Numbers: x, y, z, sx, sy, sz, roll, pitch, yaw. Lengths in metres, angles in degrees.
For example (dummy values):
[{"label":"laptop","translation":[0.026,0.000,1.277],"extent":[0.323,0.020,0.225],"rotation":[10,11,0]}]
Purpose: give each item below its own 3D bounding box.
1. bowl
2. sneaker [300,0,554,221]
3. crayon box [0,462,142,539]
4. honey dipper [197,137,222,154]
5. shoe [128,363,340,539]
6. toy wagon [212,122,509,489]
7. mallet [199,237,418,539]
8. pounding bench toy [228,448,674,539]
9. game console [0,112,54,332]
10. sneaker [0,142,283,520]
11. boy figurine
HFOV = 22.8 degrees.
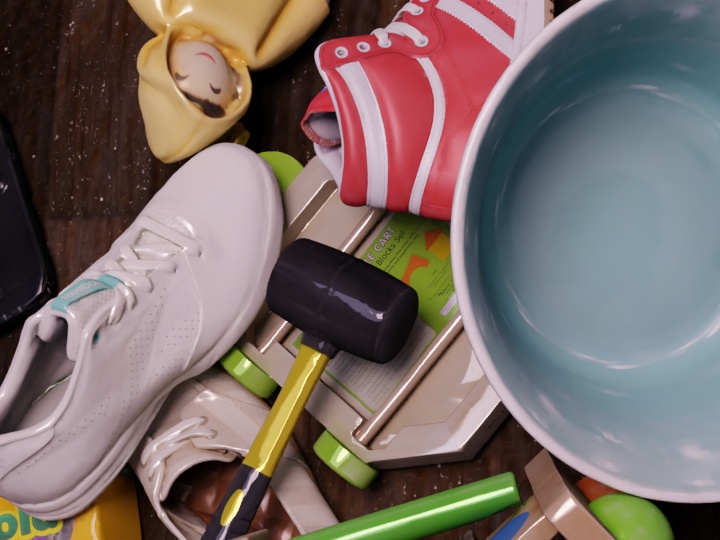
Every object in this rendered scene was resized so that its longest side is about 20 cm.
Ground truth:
[{"label":"bowl","translation":[0.120,-0.015,0.718],"extent":[0.199,0.105,0.202],"rotation":[-1,93,-11]},{"label":"sneaker","translation":[0.031,-0.110,0.825],"extent":[0.112,0.071,0.201],"rotation":[3,57,1]},{"label":"crayon box","translation":[-0.166,0.175,0.857],"extent":[0.125,0.052,0.201],"rotation":[-16,69,16]},{"label":"honey dipper","translation":[-0.079,-0.153,0.931],"extent":[0.038,0.038,0.201],"rotation":[-5,76,19]},{"label":"shoe","translation":[-0.055,0.106,0.834],"extent":[0.070,0.053,0.200],"rotation":[-45,65,3]},{"label":"toy wagon","translation":[0.000,0.000,0.853],"extent":[0.200,0.040,0.155],"rotation":[40,90,26]},{"label":"mallet","translation":[-0.034,0.086,0.793],"extent":[0.065,0.041,0.201],"rotation":[16,79,21]},{"label":"pounding bench toy","translation":[0.051,0.137,0.707],"extent":[0.156,0.124,0.200],"rotation":[-44,91,3]},{"label":"game console","translation":[-0.286,-0.029,0.927],"extent":[0.199,0.116,0.177],"rotation":[-27,67,12]},{"label":"sneaker","translation":[-0.108,0.019,0.816],"extent":[0.075,0.089,0.201],"rotation":[27,78,29]},{"label":"boy figurine","translation":[-0.068,-0.150,0.881],"extent":[0.064,0.124,0.201],"rotation":[-16,49,57]}]
